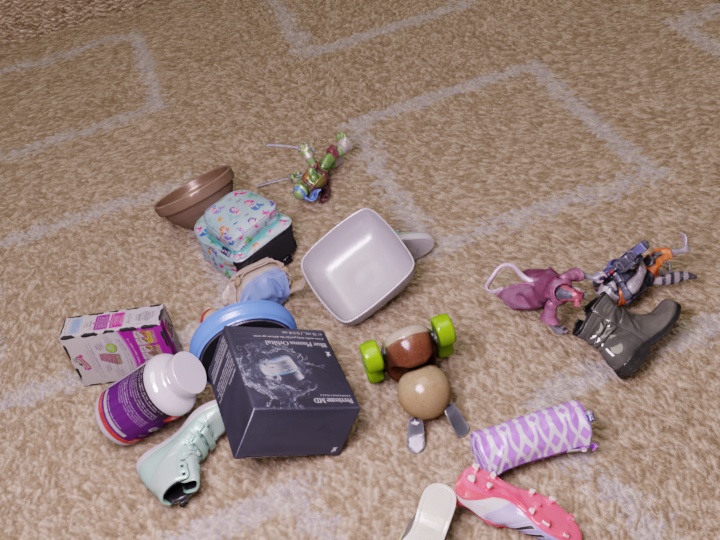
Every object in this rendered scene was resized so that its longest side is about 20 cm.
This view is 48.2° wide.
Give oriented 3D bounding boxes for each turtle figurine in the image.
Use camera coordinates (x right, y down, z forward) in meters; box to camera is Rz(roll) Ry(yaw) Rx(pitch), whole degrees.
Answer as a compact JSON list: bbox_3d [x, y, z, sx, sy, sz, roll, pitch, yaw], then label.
[{"bbox_3d":[-0.126,-0.263,1.908,0.199,0.145,0.194,27,50,30],"label":"turtle figurine"}]

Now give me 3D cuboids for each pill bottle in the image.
[{"bbox_3d":[-0.362,0.219,1.400,0.199,0.112,0.113,-31,34,27],"label":"pill bottle"}]

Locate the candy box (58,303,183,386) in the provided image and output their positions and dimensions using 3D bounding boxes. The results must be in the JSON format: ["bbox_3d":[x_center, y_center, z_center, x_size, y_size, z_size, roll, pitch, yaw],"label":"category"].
[{"bbox_3d":[-0.454,0.144,1.542,0.197,0.138,0.061,-8,40,3],"label":"candy box"}]

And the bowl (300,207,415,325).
[{"bbox_3d":[0.000,0.000,1.598,0.199,0.075,0.201,-38,59,0],"label":"bowl"}]

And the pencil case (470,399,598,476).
[{"bbox_3d":[0.273,0.272,1.284,0.197,0.084,0.087,-16,70,-3],"label":"pencil case"}]

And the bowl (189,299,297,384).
[{"bbox_3d":[-0.205,0.138,1.443,0.198,0.202,0.040,-20,48,-9],"label":"bowl"}]

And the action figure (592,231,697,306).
[{"bbox_3d":[0.519,0.006,1.470,0.192,0.200,0.105,-27,77,-9],"label":"action figure"}]

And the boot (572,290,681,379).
[{"bbox_3d":[0.468,0.081,1.409,0.131,0.068,0.200,46,63,6],"label":"boot"}]

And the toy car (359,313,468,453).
[{"bbox_3d":[0.106,0.203,1.386,0.162,0.158,0.202,-19,71,-4],"label":"toy car"}]

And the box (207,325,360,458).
[{"bbox_3d":[-0.132,0.202,1.359,0.194,0.118,0.201,5,35,-30],"label":"box"}]

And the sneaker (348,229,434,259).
[{"bbox_3d":[0.055,-0.077,1.710,0.197,0.074,0.119,-9,48,7],"label":"sneaker"}]

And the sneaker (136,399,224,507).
[{"bbox_3d":[-0.269,0.309,1.352,0.200,0.074,0.118,-39,42,-16],"label":"sneaker"}]

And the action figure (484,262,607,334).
[{"bbox_3d":[0.343,0.026,1.459,0.135,0.148,0.200,-59,14,-6],"label":"action figure"}]

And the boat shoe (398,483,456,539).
[{"bbox_3d":[0.087,0.413,1.184,0.071,0.061,0.203,21,52,17],"label":"boat shoe"}]

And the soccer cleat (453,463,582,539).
[{"bbox_3d":[0.233,0.364,1.209,0.198,0.077,0.067,26,34,13],"label":"soccer cleat"}]

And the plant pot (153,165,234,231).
[{"bbox_3d":[-0.367,-0.155,1.855,0.199,0.094,0.201,-25,18,8],"label":"plant pot"}]

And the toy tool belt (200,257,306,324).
[{"bbox_3d":[-0.209,0.064,1.586,0.122,0.126,0.200,19,50,41],"label":"toy tool belt"}]

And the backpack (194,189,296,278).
[{"bbox_3d":[-0.260,-0.081,1.744,0.199,0.152,0.177,25,54,40],"label":"backpack"}]
